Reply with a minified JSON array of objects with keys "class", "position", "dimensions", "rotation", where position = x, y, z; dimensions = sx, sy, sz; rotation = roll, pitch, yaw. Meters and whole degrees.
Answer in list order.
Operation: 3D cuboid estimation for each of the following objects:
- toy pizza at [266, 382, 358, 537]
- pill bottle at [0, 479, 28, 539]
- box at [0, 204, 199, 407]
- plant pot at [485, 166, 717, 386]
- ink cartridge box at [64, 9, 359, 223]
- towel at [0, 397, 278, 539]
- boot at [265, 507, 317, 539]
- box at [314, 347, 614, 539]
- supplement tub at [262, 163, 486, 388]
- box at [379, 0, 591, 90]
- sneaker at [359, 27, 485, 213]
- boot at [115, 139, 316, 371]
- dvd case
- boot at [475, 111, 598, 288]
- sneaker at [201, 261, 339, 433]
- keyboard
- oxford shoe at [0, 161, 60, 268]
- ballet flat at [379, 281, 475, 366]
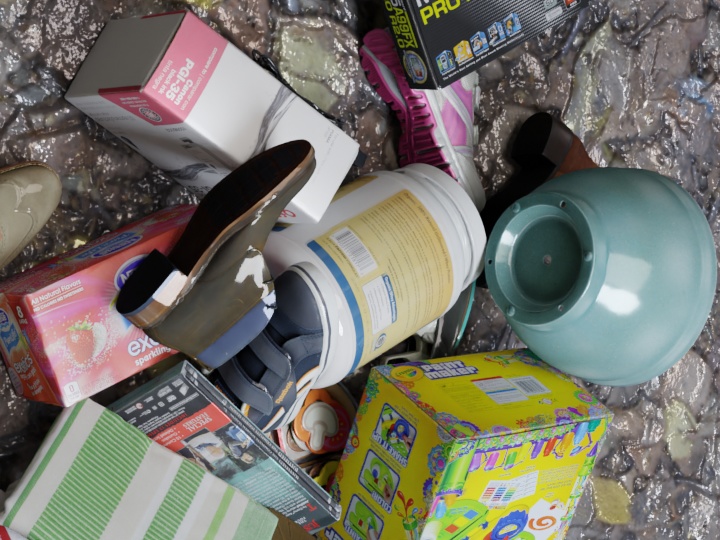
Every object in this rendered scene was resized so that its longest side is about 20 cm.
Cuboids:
[{"class":"toy pizza","position":[-0.068,0.179,1.692],"dimensions":[0.200,0.032,0.201],"rotation":[-2,93,-35]},{"class":"pill bottle","position":[-0.319,0.233,1.470],"dimensions":[0.200,0.112,0.113],"rotation":[-23,105,-32]},{"class":"box","position":[-0.196,0.025,1.557],"dimensions":[0.200,0.095,0.100],"rotation":[-26,105,-31]},{"class":"plant pot","position":[0.195,-0.002,1.681],"dimensions":[0.134,0.200,0.201],"rotation":[10,86,-47]},{"class":"ink cartridge box","position":[-0.122,-0.123,1.572],"dimensions":[0.200,0.146,0.083],"rotation":[37,72,-30]},{"class":"towel","position":[-0.171,0.196,1.493],"dimensions":[0.200,0.023,0.153],"rotation":[32,40,-5]},{"class":"boot","position":[-0.062,0.309,1.616],"dimensions":[0.200,0.155,0.073],"rotation":[40,30,-12]},{"class":"box","position":[0.091,0.187,1.692],"dimensions":[0.200,0.122,0.193],"rotation":[-4,122,-42]},{"class":"supplement tub","position":[0.000,0.000,1.659],"dimensions":[0.200,0.144,0.145],"rotation":[-30,108,-35]},{"class":"box","position":[0.103,-0.272,1.690],"dimensions":[0.200,0.044,0.161],"rotation":[-31,113,-29]},{"class":"sneaker","position":[0.079,-0.143,1.752],"dimensions":[0.088,0.081,0.201],"rotation":[-30,109,-28]},{"class":"boot","position":[-0.092,-0.011,1.508],"dimensions":[0.200,0.075,0.097],"rotation":[-42,121,3]},{"class":"dvd case","position":[-0.134,0.173,1.587],"dimensions":[0.200,0.146,0.022],"rotation":[46,30,-24]},{"class":"boot","position":[0.201,-0.029,1.869],"dimensions":[0.200,0.068,0.189],"rotation":[37,64,-38]},{"class":"sneaker","position":[-0.078,0.077,1.566],"dimensions":[0.079,0.200,0.078],"rotation":[-22,60,-34]},{"class":"keyboard","position":[-0.069,-0.150,1.620],"dimensions":[0.200,0.127,0.021],"rotation":[37,82,-31]},{"class":"oxford shoe","position":[-0.304,-0.017,1.484],"dimensions":[0.200,0.075,0.071],"rotation":[-43,114,-26]},{"class":"ballet flat","position":[0.057,0.074,1.756],"dimensions":[0.068,0.068,0.201],"rotation":[15,83,-26]}]
